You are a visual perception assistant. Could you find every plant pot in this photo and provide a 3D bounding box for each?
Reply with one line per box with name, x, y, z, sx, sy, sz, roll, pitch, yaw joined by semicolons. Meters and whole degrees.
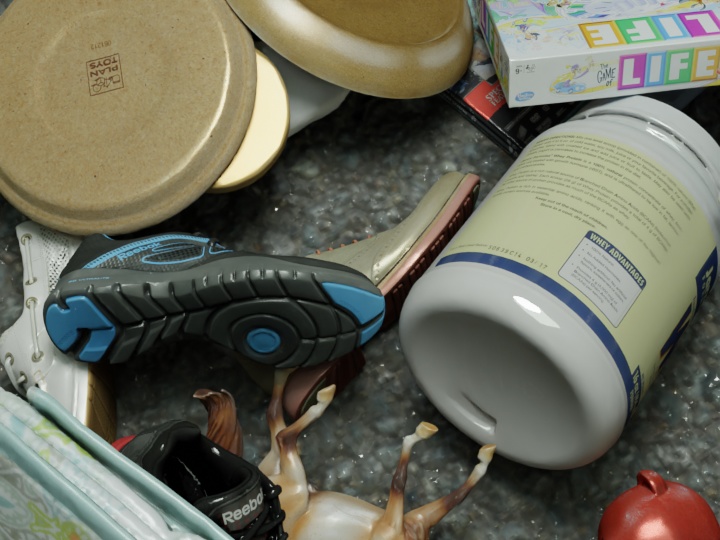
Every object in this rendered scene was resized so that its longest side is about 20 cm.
plant pot;-0.006;-0.198;0.884;0.198;0.028;0.202;17;45;-18

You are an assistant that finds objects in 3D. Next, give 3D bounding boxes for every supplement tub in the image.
supplement tub;0.130;0.002;0.793;0.144;0.146;0.200;32;57;14

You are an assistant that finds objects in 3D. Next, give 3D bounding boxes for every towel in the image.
towel;-0.143;0.176;0.720;0.199;0.172;0.048;36;39;17

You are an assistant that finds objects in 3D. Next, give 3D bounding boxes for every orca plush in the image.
orca plush;-0.098;-0.111;0.908;0.198;0.071;0.106;-27;92;5

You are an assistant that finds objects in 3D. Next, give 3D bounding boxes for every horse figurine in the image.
horse figurine;-0.013;0.135;0.780;0.198;0.050;0.134;23;101;5

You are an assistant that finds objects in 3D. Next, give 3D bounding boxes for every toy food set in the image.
toy food set;-0.155;-0.118;0.844;0.198;0.049;0.200;-28;72;2

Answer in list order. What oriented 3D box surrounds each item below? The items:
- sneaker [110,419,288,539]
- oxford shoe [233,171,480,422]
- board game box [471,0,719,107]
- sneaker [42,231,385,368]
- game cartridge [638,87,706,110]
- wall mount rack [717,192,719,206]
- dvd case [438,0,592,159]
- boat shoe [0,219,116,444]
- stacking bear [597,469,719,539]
sneaker;-0.070;0.166;0.739;0.201;0.098;0.071;52;44;5
oxford shoe;0.000;0.000;0.846;0.074;0.071;0.200;37;71;18
board game box;0.179;-0.164;0.849;0.197;0.035;0.135;-7;39;-3
sneaker;-0.083;0.006;0.778;0.197;0.074;0.082;3;37;2
game cartridge;0.176;-0.199;0.933;0.133;0.042;0.200;-40;72;-12
wall mount rack;0.267;0.027;0.795;0.172;0.074;0.203;3;74;-28
dvd case;0.093;-0.186;0.957;0.200;0.022;0.146;42;72;16
boat shoe;-0.192;0.053;0.826;0.068;0.071;0.202;-6;56;-2
stacking bear;0.197;0.210;0.733;0.113;0.122;0.201;-24;60;-8
